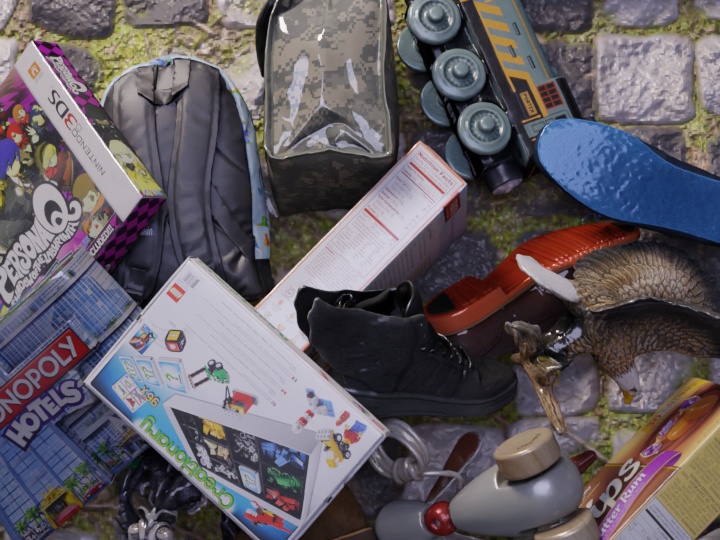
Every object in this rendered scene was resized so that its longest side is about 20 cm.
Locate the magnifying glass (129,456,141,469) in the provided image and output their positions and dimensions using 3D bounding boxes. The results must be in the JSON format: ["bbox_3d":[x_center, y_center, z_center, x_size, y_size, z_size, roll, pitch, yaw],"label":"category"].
[{"bbox_3d":[-0.107,0.132,1.683,0.199,0.022,0.080,3,77,5],"label":"magnifying glass"}]

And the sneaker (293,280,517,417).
[{"bbox_3d":[0.040,0.058,1.584,0.199,0.060,0.105,-2,116,-24],"label":"sneaker"}]

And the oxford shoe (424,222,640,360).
[{"bbox_3d":[0.147,0.021,1.686,0.199,0.071,0.073,-26,111,-11],"label":"oxford shoe"}]

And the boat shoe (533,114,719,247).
[{"bbox_3d":[0.228,-0.061,1.671,0.199,0.069,0.085,27,88,-7],"label":"boat shoe"}]

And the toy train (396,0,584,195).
[{"bbox_3d":[0.108,-0.163,1.718,0.113,0.085,0.201,-19,74,-15],"label":"toy train"}]

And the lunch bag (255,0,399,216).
[{"bbox_3d":[-0.027,-0.163,1.675,0.117,0.164,0.201,-1,76,0],"label":"lunch bag"}]

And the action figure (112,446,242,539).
[{"bbox_3d":[-0.150,0.209,1.621,0.118,0.102,0.201,12,53,23],"label":"action figure"}]

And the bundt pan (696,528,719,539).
[{"bbox_3d":[0.246,0.274,1.550,0.202,0.202,0.076,-45,67,-8],"label":"bundt pan"}]

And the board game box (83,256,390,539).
[{"bbox_3d":[-0.093,0.102,1.534,0.200,0.035,0.126,42,95,5],"label":"board game box"}]

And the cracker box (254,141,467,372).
[{"bbox_3d":[0.000,0.000,1.651,0.058,0.134,0.200,43,81,12],"label":"cracker box"}]

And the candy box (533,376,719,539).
[{"bbox_3d":[0.230,0.177,1.604,0.200,0.117,0.057,-43,103,-8],"label":"candy box"}]

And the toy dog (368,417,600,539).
[{"bbox_3d":[0.108,0.172,1.605,0.199,0.096,0.133,8,114,35],"label":"toy dog"}]

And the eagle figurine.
[{"bbox_3d":[0.218,0.043,1.612,0.199,0.151,0.152,-21,69,-3],"label":"eagle figurine"}]

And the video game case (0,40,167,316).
[{"bbox_3d":[-0.263,-0.052,1.655,0.200,0.036,0.182,-49,62,25],"label":"video game case"}]

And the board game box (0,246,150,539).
[{"bbox_3d":[-0.258,0.086,1.604,0.200,0.062,0.200,-40,101,19],"label":"board game box"}]

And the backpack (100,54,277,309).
[{"bbox_3d":[-0.151,-0.075,1.681,0.162,0.154,0.201,-6,98,7],"label":"backpack"}]

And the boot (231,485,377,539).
[{"bbox_3d":[-0.074,0.206,1.592,0.073,0.199,0.076,-30,77,40],"label":"boot"}]
